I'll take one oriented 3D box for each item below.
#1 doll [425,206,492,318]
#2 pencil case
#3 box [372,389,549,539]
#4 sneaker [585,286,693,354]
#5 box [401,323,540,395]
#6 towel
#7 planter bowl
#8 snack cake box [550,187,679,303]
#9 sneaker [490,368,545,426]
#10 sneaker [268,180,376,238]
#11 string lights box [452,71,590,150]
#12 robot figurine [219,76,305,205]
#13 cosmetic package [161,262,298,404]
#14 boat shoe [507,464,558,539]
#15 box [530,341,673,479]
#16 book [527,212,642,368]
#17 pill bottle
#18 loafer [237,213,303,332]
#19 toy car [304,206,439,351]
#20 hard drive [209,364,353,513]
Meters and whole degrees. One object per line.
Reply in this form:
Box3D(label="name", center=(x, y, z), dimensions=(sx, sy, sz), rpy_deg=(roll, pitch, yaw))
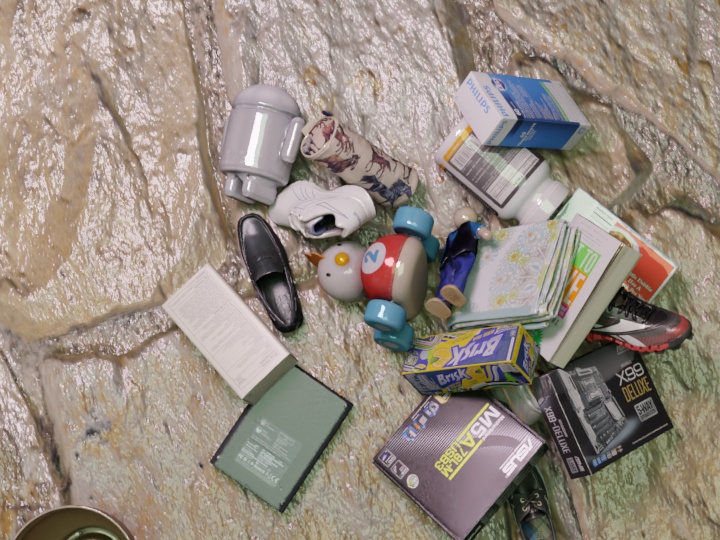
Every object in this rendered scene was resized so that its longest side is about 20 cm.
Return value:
Box3D(label="doll", center=(0.154, -0.024, 1.597), dimensions=(0.048, 0.136, 0.201), rpy_deg=(32, 45, -15))
Box3D(label="pencil case", center=(0.001, -0.166, 1.595), dimensions=(0.199, 0.090, 0.078), rpy_deg=(29, 114, -36))
Box3D(label="box", center=(0.150, 0.279, 1.568), dimensions=(0.200, 0.048, 0.193), rpy_deg=(-48, 57, -4))
Box3D(label="sneaker", center=(0.391, 0.066, 1.536), dimensions=(0.199, 0.098, 0.071), rpy_deg=(9, 45, 41))
Box3D(label="box", center=(0.163, 0.134, 1.544), dimensions=(0.199, 0.064, 0.070), rpy_deg=(-11, 47, 39))
Box3D(label="towel", center=(0.228, 0.012, 1.561), dimensions=(0.048, 0.199, 0.172), rpy_deg=(39, 59, -32))
Box3D(label="planter bowl", center=(-0.415, 0.446, 1.543), dimensions=(0.198, 0.135, 0.202), rpy_deg=(0, 83, 0))
Box3D(label="snack cake box", center=(0.381, -0.021, 1.629), dimensions=(0.200, 0.067, 0.115), rpy_deg=(40, 84, 5))
Box3D(label="sneaker", center=(0.221, 0.154, 1.608), dimensions=(0.075, 0.092, 0.201), rpy_deg=(-5, 56, -42))
Box3D(label="sneaker", center=(-0.073, -0.089, 1.594), dimensions=(0.087, 0.199, 0.075), rpy_deg=(-46, 123, -39))
Box3D(label="string lights box", center=(0.249, -0.244, 1.593), dimensions=(0.199, 0.059, 0.103), rpy_deg=(-2, 53, -38))
Box3D(label="robot figurine", center=(-0.156, -0.206, 1.633), dimensions=(0.169, 0.113, 0.202), rpy_deg=(5, 81, 35))
Box3D(label="cosmetic package", center=(-0.201, 0.097, 1.599), dimensions=(0.103, 0.073, 0.200), rpy_deg=(-42, 74, -3))
Box3D(label="boat shoe", center=(0.264, 0.369, 1.586), dimensions=(0.068, 0.057, 0.201), rpy_deg=(-17, 83, -1))
Box3D(label="box", center=(0.364, 0.202, 1.562), dimensions=(0.199, 0.050, 0.159), rpy_deg=(-18, 82, -35))
Box3D(label="book", center=(0.311, 0.028, 1.541), dimensions=(0.048, 0.134, 0.201), rpy_deg=(25, 102, -31))
Box3D(label="pill bottle", center=(0.223, -0.153, 1.623), dimensions=(0.200, 0.116, 0.117), rpy_deg=(41, 85, 4))
Box3D(label="loafer", center=(-0.142, 0.001, 1.629), dimensions=(0.068, 0.070, 0.202), rpy_deg=(-22, 83, -3))
Box3D(label="toy car", center=(0.000, 0.000, 1.588), dimensions=(0.199, 0.177, 0.186), rpy_deg=(13, 72, 15))
Box3D(label="hard drive", center=(-0.122, 0.253, 1.616), dimensions=(0.139, 0.033, 0.201), rpy_deg=(34, 85, 5))
